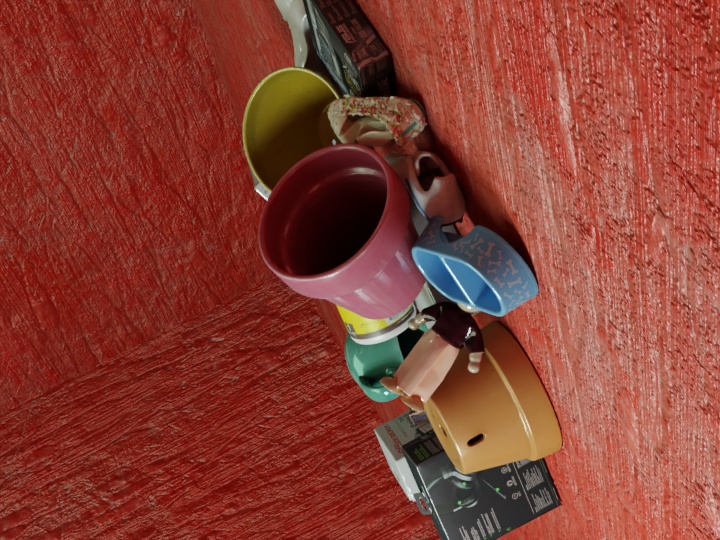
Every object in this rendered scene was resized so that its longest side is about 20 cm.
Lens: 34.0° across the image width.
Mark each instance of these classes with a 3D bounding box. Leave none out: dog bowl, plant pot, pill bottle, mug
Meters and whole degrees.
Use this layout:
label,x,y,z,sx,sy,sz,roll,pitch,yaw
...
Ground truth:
label,x,y,z,sx,sy,sz,roll,pitch,yaw
dog bowl,0.131,-0.002,1.426,0.112,0.050,0.200,54,165,-25
plant pot,-0.060,-0.212,1.804,0.142,0.199,0.201,-18,-101,-55
plant pot,-0.005,-0.033,1.527,0.179,0.200,0.200,46,-172,-47
pill bottle,0.000,0.000,1.736,0.201,0.109,0.109,67,172,-19
mug,0.037,0.137,1.948,0.185,0.114,0.153,-4,-103,-66
plant pot,0.173,0.193,1.651,0.201,0.139,0.200,61,172,14

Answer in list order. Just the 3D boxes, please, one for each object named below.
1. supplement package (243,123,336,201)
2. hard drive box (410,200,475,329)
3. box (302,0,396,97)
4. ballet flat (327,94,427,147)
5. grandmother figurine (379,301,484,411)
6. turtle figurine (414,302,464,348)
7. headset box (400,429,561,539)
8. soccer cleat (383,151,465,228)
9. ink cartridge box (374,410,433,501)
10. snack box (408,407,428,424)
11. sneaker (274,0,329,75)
label,x,y,z,sx,sy,sz,roll,pitch,yaw
supplement package,-0.101,-0.194,2.010,0.111,0.156,0.200,42,-169,-26
hard drive box,0.099,-0.019,1.692,0.201,0.076,0.156,64,173,1
box,-0.014,-0.300,1.632,0.201,0.049,0.158,60,172,31
ballet flat,0.006,-0.191,1.545,0.076,0.064,0.199,48,157,-26
grandmother figurine,0.115,0.091,1.577,0.121,0.201,0.061,35,-173,16
turtle figurine,0.116,0.098,1.890,0.200,0.100,0.150,48,-161,-26
headset box,0.178,0.317,1.801,0.175,0.199,0.093,65,172,-15
soccer cleat,0.078,-0.129,1.543,0.200,0.069,0.087,45,152,52
ink cartridge box,0.138,0.272,1.921,0.085,0.199,0.146,66,173,-18
snack box,0.124,0.192,1.984,0.200,0.071,0.024,-73,-40,-67
sneaker,-0.083,-0.373,1.831,0.201,0.073,0.116,93,153,-56
